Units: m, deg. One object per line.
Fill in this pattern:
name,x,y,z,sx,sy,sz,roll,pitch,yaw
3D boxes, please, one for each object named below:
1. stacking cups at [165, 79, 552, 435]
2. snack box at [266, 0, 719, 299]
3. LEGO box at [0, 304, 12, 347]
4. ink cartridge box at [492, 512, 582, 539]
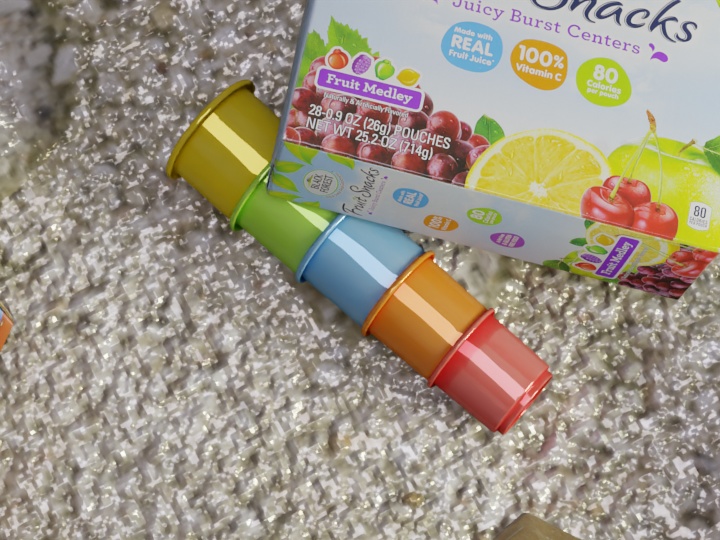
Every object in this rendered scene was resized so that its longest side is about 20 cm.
stacking cups,0.000,0.000,1.021,0.200,0.061,0.061,43,82,7
snack box,0.072,-0.096,1.003,0.199,0.068,0.169,15,67,-5
LEGO box,-0.284,0.043,1.000,0.199,0.077,0.150,22,77,8
ink cartridge box,0.116,0.218,0.890,0.199,0.075,0.166,25,116,20
